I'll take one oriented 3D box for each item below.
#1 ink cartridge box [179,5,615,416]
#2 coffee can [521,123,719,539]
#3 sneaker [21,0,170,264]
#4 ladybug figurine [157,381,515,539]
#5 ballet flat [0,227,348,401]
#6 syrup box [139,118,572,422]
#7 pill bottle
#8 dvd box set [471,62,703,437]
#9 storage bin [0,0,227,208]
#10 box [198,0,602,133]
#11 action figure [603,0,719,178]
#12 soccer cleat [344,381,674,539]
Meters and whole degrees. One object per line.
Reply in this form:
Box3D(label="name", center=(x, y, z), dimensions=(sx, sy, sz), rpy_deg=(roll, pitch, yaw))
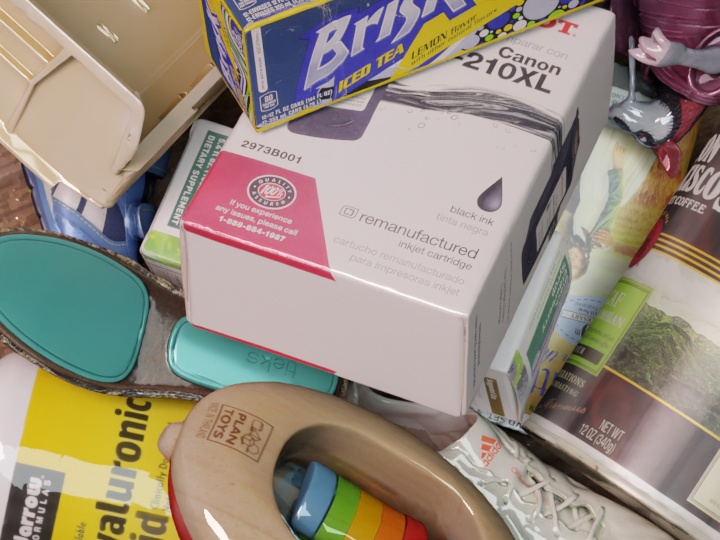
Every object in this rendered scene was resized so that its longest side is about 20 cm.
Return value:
Box3D(label="ink cartridge box", center=(0.021, -0.050, 1.330), dimensions=(0.144, 0.085, 0.201), rpy_deg=(18, 54, 14))
Box3D(label="coffee can", center=(0.193, 0.035, 1.393), dimensions=(0.146, 0.146, 0.201), rpy_deg=(33, 87, -3))
Box3D(label="sneaker", center=(-0.130, -0.048, 1.437), dimensions=(0.082, 0.074, 0.201), rpy_deg=(-16, 91, -7))
Box3D(label="ladybug figurine", center=(-0.012, 0.131, 1.325), dimensions=(0.199, 0.072, 0.136), rpy_deg=(34, 44, -8))
Box3D(label="ballet flat", center=(-0.104, 0.033, 1.373), dimensions=(0.199, 0.075, 0.068), rpy_deg=(18, 80, -15))
Box3D(label="syrup box", center=(0.000, 0.000, 1.406), dimensions=(0.199, 0.082, 0.079), rpy_deg=(18, 72, 15))
Box3D(label="pill bottle", center=(-0.140, 0.103, 1.413), dimensions=(0.198, 0.111, 0.112), rpy_deg=(12, 88, -3))
Box3D(label="dvd box set", center=(0.086, -0.018, 1.472), dimensions=(0.145, 0.029, 0.201), rpy_deg=(18, 87, -2))
Box3D(label="storage bin", center=(-0.134, -0.164, 1.378), dimensions=(0.198, 0.094, 0.200), rpy_deg=(42, 47, -2))
Box3D(label="box", center=(0.025, -0.140, 1.300), dimensions=(0.199, 0.070, 0.064), rpy_deg=(-22, 51, -14))
Box3D(label="action figure", center=(0.164, -0.147, 1.419), dimensions=(0.148, 0.134, 0.201), rpy_deg=(-16, 120, -28))
Box3D(label="soccer cleat", center=(0.072, 0.115, 1.426), dimensions=(0.199, 0.069, 0.078), rpy_deg=(19, 123, 10))
